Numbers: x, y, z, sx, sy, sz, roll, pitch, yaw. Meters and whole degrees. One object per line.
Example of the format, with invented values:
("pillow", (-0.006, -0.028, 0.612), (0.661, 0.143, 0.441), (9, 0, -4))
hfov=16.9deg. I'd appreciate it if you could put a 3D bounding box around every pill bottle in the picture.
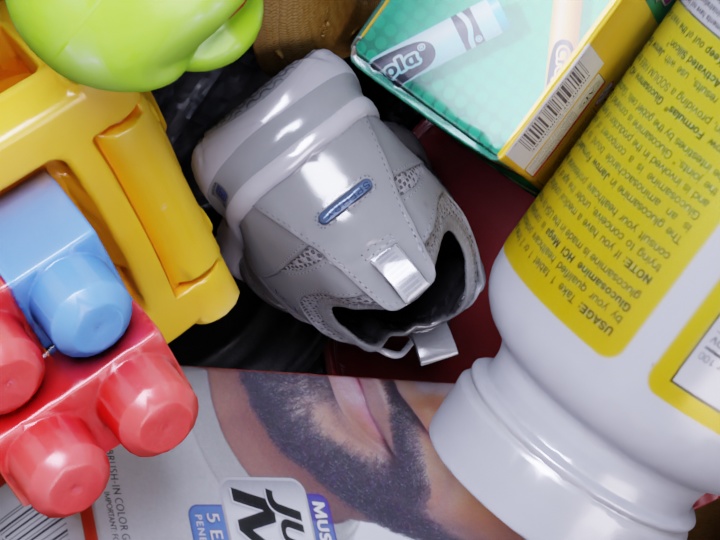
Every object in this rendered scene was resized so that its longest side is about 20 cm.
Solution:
("pill bottle", (0.110, -0.007, 0.726), (0.112, 0.112, 0.200), (22, 109, -43))

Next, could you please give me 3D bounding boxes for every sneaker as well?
("sneaker", (0.000, 0.000, 0.744), (0.075, 0.082, 0.200), (-37, 168, 4))

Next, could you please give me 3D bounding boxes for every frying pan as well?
("frying pan", (-0.046, 0.037, 0.859), (0.115, 0.031, 0.190), (-34, 143, -6))

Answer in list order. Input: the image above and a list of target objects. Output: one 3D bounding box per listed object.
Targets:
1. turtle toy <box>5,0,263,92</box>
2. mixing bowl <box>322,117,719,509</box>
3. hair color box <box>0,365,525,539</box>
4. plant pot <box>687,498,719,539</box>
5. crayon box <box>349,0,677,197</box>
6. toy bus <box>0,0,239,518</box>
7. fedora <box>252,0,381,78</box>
("turtle toy", (-0.109, -0.110, 0.591), (0.146, 0.200, 0.101), (-52, 153, -21))
("mixing bowl", (0.096, 0.022, 0.892), (0.200, 0.108, 0.200), (-18, 132, -21))
("hair color box", (-0.013, 0.093, 0.754), (0.200, 0.111, 0.064), (6, 150, -40))
("plant pot", (0.212, 0.171, 1.057), (0.200, 0.186, 0.187), (-3, 126, -49))
("crayon box", (0.087, -0.120, 0.727), (0.200, 0.058, 0.119), (-54, 168, 3))
("toy bus", (-0.134, 0.004, 0.658), (0.200, 0.192, 0.136), (-31, 137, -8))
("fedora", (0.006, -0.150, 0.685), (0.201, 0.082, 0.201), (-50, 168, -15))
